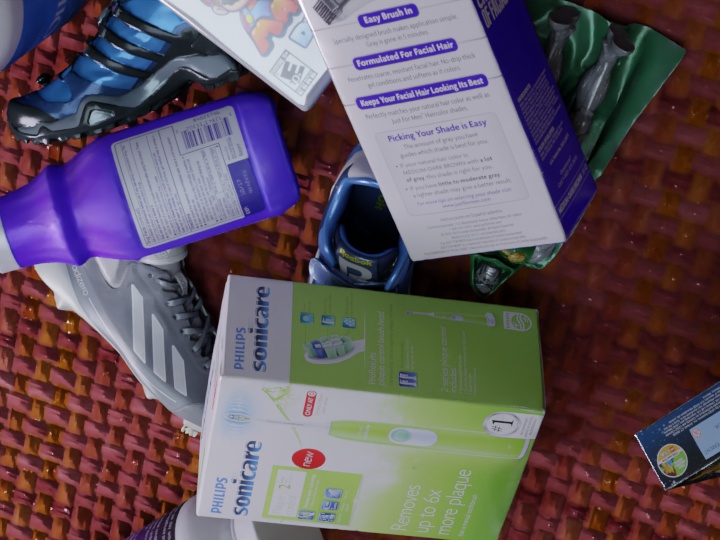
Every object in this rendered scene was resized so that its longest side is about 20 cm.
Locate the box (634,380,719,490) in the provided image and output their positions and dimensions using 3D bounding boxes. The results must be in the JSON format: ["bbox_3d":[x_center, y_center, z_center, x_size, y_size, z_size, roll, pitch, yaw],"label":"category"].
[{"bbox_3d":[0.261,0.070,1.161,0.136,0.200,0.038,-37,72,27],"label":"box"}]

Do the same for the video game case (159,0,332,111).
[{"bbox_3d":[-0.045,-0.228,1.187,0.182,0.024,0.200,37,102,-2],"label":"video game case"}]

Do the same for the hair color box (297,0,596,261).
[{"bbox_3d":[0.049,-0.109,1.150,0.109,0.065,0.201,-7,121,33],"label":"hair color box"}]

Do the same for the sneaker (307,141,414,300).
[{"bbox_3d":[0.000,0.000,1.274,0.074,0.082,0.201,15,118,8],"label":"sneaker"}]

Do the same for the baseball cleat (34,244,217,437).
[{"bbox_3d":[-0.128,0.026,1.332,0.200,0.070,0.107,39,119,-3],"label":"baseball cleat"}]

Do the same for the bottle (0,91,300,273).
[{"bbox_3d":[-0.141,-0.050,1.268,0.199,0.065,0.084,-18,94,0],"label":"bottle"}]

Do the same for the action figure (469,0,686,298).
[{"bbox_3d":[0.108,-0.066,1.230,0.118,0.055,0.201,22,122,4],"label":"action figure"}]

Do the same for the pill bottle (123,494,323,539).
[{"bbox_3d":[-0.122,0.227,1.396,0.200,0.113,0.113,-33,100,27],"label":"pill bottle"}]

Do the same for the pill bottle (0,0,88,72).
[{"bbox_3d":[-0.242,-0.171,1.205,0.112,0.200,0.113,7,116,15],"label":"pill bottle"}]

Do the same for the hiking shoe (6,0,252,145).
[{"bbox_3d":[-0.141,-0.144,1.267,0.199,0.074,0.087,-20,99,14],"label":"hiking shoe"}]

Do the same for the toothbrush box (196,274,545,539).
[{"bbox_3d":[0.004,0.090,1.255,0.199,0.086,0.146,8,138,-7],"label":"toothbrush box"}]
